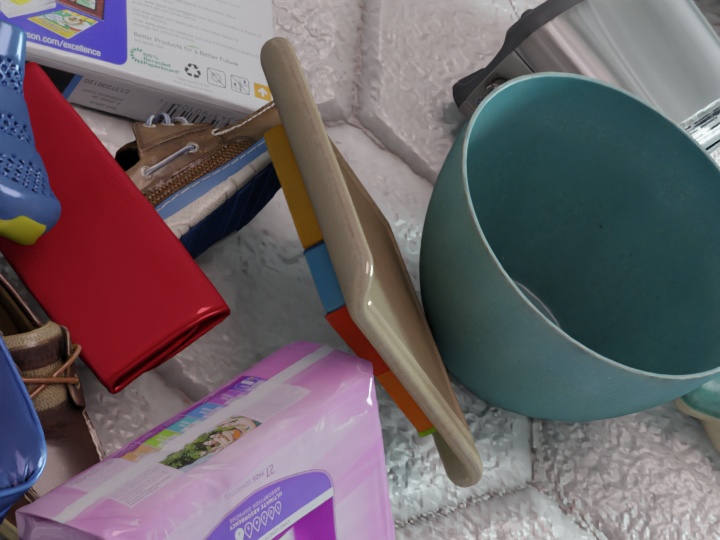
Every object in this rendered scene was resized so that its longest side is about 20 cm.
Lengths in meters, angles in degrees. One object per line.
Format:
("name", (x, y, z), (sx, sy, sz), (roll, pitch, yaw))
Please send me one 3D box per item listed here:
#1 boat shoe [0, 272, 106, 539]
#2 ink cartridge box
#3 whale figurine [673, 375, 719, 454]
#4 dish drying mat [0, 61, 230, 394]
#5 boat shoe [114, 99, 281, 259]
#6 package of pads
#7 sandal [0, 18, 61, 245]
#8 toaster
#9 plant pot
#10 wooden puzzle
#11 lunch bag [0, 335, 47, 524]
("boat shoe", (-0.174, 0.052, 1.095), (0.072, 0.072, 0.200), (-19, 69, -41))
("ink cartridge box", (-0.144, -0.180, 1.308), (0.198, 0.043, 0.200), (14, 54, -25))
("whale figurine", (0.244, 0.035, 1.360), (0.200, 0.104, 0.159), (50, 46, 9))
("dish drying mat", (-0.149, -0.024, 1.150), (0.077, 0.018, 0.200), (-36, 58, -8))
("boat shoe", (-0.100, -0.049, 1.214), (0.072, 0.072, 0.200), (41, 49, 10))
("package of pads", (-0.067, 0.129, 1.076), (0.200, 0.076, 0.121), (-32, 121, -43))
("sandal", (-0.204, -0.097, 1.140), (0.200, 0.087, 0.079), (54, 12, 30))
("toaster", (0.163, -0.113, 1.415), (0.129, 0.114, 0.200), (53, 44, 6))
("plant pot", (0.112, 0.007, 1.272), (0.200, 0.135, 0.201), (17, 50, -21))
("wooden puzzle", (0.000, 0.000, 1.178), (0.037, 0.200, 0.185), (-24, 50, 5))
("lunch bag", (-0.235, 0.061, 1.007), (0.136, 0.132, 0.200), (-15, 66, -39))
